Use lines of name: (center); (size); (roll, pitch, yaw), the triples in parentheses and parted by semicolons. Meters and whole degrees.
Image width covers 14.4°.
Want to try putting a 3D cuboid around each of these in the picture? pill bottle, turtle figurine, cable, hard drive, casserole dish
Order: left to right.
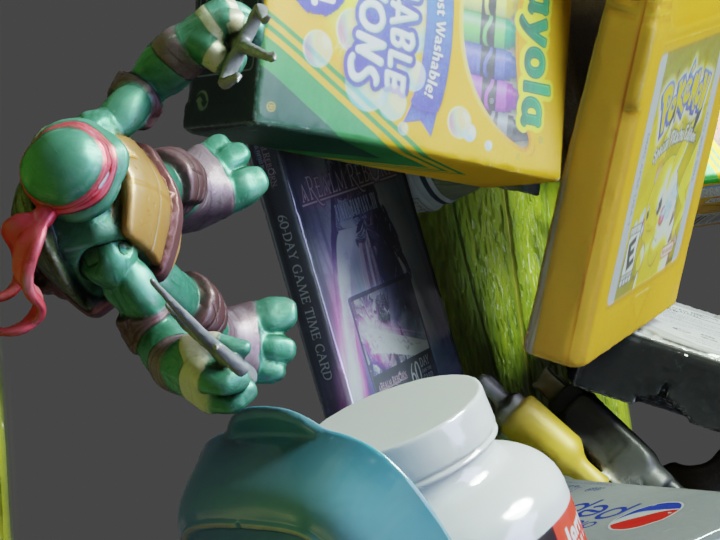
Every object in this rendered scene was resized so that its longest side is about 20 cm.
turtle figurine: (-0.070, -0.022, 0.991); (0.200, 0.101, 0.150); (52, 42, -75)
casserole dish: (0.001, 0.139, 1.043); (0.039, 0.121, 0.200); (-46, 117, -34)
pill bottle: (0.047, 0.148, 1.145); (0.112, 0.112, 0.200); (-52, 124, -64)
cable: (0.135, 0.117, 1.350); (0.200, 0.050, 0.097); (46, 5, 19)
hard drive: (0.171, 0.047, 1.424); (0.200, 0.140, 0.038); (-68, 175, -84)

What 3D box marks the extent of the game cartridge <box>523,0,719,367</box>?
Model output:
game cartridge: (0.133, -0.067, 1.288); (0.176, 0.032, 0.200); (-25, 131, -67)

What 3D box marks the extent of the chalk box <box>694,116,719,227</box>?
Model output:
chalk box: (0.191, -0.133, 1.615); (0.124, 0.124, 0.200); (140, -59, -69)

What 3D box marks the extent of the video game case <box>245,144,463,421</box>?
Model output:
video game case: (0.000, 0.000, 1.260); (0.143, 0.019, 0.200); (-23, 98, -69)

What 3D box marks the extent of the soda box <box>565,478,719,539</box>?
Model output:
soda box: (0.114, 0.133, 1.223); (0.068, 0.200, 0.063); (-20, 97, -24)

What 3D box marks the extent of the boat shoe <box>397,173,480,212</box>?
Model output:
boat shoe: (0.028, -0.129, 1.353); (0.072, 0.062, 0.200); (-2, 77, -68)

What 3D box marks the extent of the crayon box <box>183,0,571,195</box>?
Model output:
crayon box: (0.024, -0.107, 1.197); (0.200, 0.052, 0.126); (9, 82, -40)

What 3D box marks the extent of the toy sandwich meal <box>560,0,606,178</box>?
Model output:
toy sandwich meal: (0.097, -0.120, 1.378); (0.205, 0.070, 0.205); (-3, 90, -66)

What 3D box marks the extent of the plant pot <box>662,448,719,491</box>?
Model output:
plant pot: (0.203, 0.204, 1.406); (0.200, 0.200, 0.198); (42, 32, -54)
